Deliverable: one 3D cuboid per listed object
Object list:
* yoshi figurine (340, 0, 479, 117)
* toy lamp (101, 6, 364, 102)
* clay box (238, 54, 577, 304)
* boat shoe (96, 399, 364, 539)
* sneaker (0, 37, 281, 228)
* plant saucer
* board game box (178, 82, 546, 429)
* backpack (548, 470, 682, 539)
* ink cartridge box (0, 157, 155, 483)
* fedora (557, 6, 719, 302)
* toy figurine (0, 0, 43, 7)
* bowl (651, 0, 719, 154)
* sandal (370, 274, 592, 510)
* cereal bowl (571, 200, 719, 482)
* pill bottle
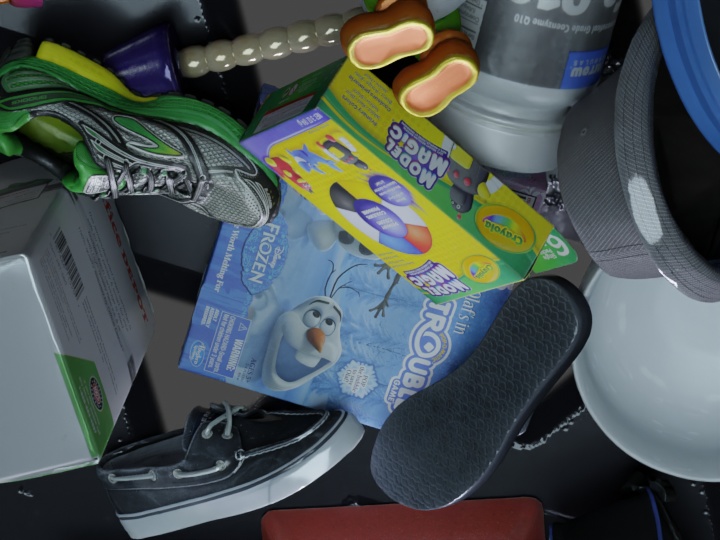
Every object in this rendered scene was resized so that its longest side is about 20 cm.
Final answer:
[{"bbox_3d":[0.005,-0.187,1.633,0.111,0.201,0.113,4,140,-15],"label":"yoshi figurine"},{"bbox_3d":[-0.067,-0.144,1.722,0.199,0.058,0.059,-11,111,5],"label":"toy lamp"},{"bbox_3d":[0.031,-0.045,1.673,0.200,0.115,0.048,40,66,-16],"label":"clay box"},{"bbox_3d":[-0.092,0.121,1.809,0.199,0.072,0.068,-19,110,32],"label":"boat shoe"},{"bbox_3d":[-0.146,-0.068,1.696,0.199,0.086,0.078,21,136,-7],"label":"sneaker"},{"bbox_3d":[0.035,0.261,1.889,0.198,0.037,0.201,-3,112,5],"label":"plant saucer"},{"bbox_3d":[0.000,0.000,1.781,0.198,0.043,0.201,16,112,-5],"label":"board game box"},{"bbox_3d":[0.186,0.277,1.811,0.146,0.183,0.201,-23,119,11],"label":"backpack"},{"bbox_3d":[-0.205,0.024,1.719,0.084,0.200,0.147,-13,110,11],"label":"ink cartridge box"},{"bbox_3d":[0.182,-0.069,1.639,0.090,0.201,0.177,-13,137,36],"label":"fedora"},{"bbox_3d":[-0.163,-0.241,1.669,0.183,0.150,0.202,-6,87,-9],"label":"toy figurine"},{"bbox_3d":[0.243,-0.152,1.634,0.039,0.201,0.201,-15,113,38],"label":"bowl"},{"bbox_3d":[0.085,0.086,1.757,0.200,0.043,0.076,-46,71,26],"label":"sandal"},{"bbox_3d":[0.236,0.033,1.761,0.198,0.083,0.201,1,112,3],"label":"cereal bowl"},{"bbox_3d":[0.106,-0.171,1.669,0.113,0.114,0.201,13,112,-2],"label":"pill bottle"}]
